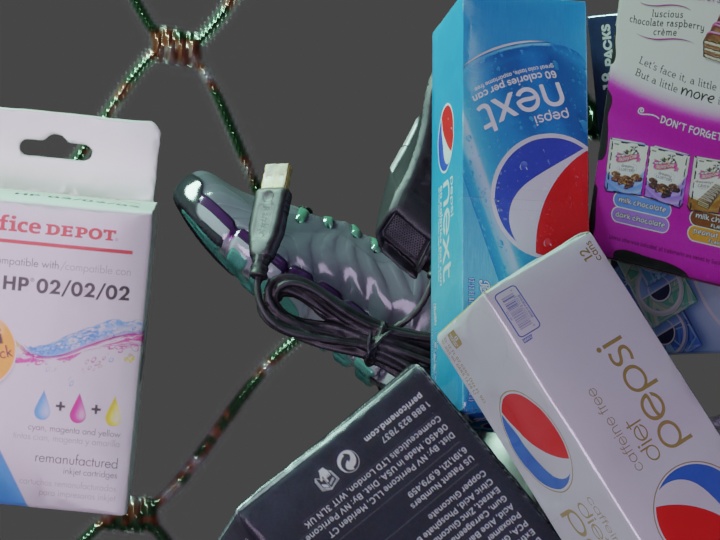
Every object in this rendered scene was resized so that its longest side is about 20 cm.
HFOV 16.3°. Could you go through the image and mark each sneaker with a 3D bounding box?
[{"bbox_3d":[0.000,0.000,1.285,0.200,0.074,0.088,40,83,3],"label":"sneaker"}]

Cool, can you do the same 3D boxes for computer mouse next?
[{"bbox_3d":[0.020,-0.039,1.247,0.140,0.046,0.201,17,75,-6],"label":"computer mouse"}]

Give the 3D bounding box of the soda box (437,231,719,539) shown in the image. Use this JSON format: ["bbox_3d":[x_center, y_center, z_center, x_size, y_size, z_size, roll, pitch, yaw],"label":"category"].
[{"bbox_3d":[0.118,0.089,1.102,0.064,0.068,0.200,-28,83,-24],"label":"soda box"}]

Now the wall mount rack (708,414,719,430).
[{"bbox_3d":[0.187,0.131,1.181,0.074,0.174,0.201,-18,90,15],"label":"wall mount rack"}]

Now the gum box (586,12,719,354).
[{"bbox_3d":[0.211,-0.048,1.198,0.199,0.044,0.171,-4,94,34],"label":"gum box"}]

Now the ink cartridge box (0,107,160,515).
[{"bbox_3d":[-0.168,0.019,1.306,0.115,0.068,0.201,5,96,-3],"label":"ink cartridge box"}]

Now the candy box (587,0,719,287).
[{"bbox_3d":[0.186,-0.093,1.145,0.136,0.061,0.201,15,105,34],"label":"candy box"}]

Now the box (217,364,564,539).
[{"bbox_3d":[0.029,0.177,1.200,0.117,0.197,0.200,-38,82,-20],"label":"box"}]

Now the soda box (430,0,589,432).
[{"bbox_3d":[0.071,-0.026,1.194,0.064,0.068,0.201,2,78,-11],"label":"soda box"}]

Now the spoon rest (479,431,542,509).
[{"bbox_3d":[0.123,0.155,1.257,0.099,0.061,0.201,-26,83,-17],"label":"spoon rest"}]
